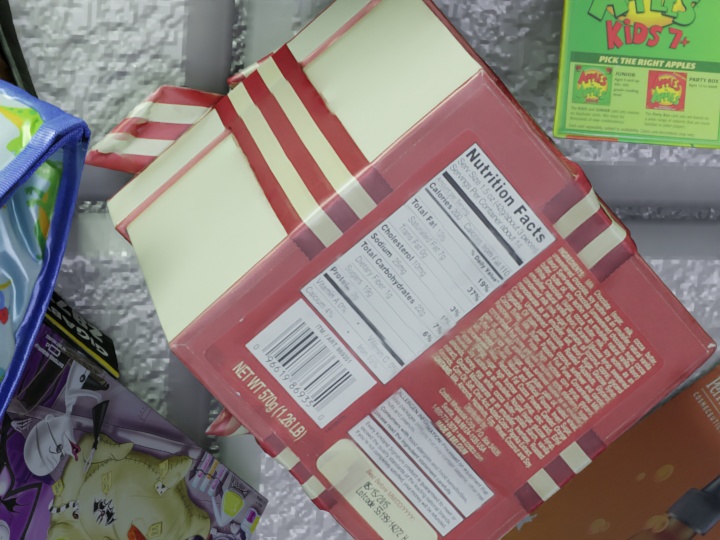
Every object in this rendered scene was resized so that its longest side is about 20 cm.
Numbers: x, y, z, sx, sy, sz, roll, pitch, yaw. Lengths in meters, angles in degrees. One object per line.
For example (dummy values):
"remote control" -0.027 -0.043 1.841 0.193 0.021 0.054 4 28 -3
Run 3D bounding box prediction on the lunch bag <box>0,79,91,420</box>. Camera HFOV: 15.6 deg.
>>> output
"lunch bag" -0.213 0.000 0.989 0.170 0.127 0.201 25 83 22

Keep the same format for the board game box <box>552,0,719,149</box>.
"board game box" 0.183 -0.098 1.099 0.199 0.048 0.102 5 93 4

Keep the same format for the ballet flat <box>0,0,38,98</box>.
"ballet flat" -0.170 -0.101 1.059 0.068 0.068 0.201 -26 114 1

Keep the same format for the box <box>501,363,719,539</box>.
"box" 0.134 0.161 1.181 0.200 0.152 0.106 -37 113 4

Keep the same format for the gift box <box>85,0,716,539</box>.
"gift box" 0.000 0.000 1.069 0.200 0.187 0.185 -36 114 4

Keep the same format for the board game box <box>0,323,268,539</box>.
"board game box" -0.117 0.110 1.101 0.120 0.032 0.200 -60 145 -10

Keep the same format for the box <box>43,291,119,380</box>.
"box" -0.228 0.058 1.126 0.200 0.049 0.160 -44 111 9
